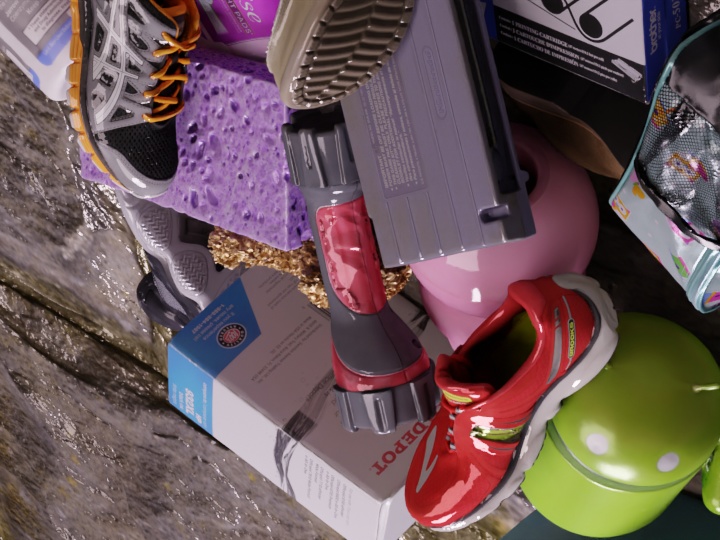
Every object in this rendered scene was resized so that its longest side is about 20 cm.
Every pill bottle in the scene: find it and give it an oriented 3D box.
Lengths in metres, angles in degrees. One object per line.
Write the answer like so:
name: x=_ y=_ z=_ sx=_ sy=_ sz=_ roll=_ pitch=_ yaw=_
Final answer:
pill bottle: x=-0.241 y=-0.225 z=1.934 sx=0.200 sy=0.114 sz=0.114 roll=46 pitch=150 yaw=5

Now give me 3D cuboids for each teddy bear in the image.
teddy bear: x=-0.033 y=-0.025 z=1.866 sx=0.200 sy=0.145 sz=0.067 roll=28 pitch=115 yaw=34

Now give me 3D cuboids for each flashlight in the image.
flashlight: x=0.000 y=0.000 z=1.734 sx=0.068 sy=0.068 sz=0.200 roll=-7 pitch=108 yaw=15

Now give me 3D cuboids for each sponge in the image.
sponge: x=-0.109 y=-0.092 z=1.818 sx=0.200 sy=0.030 sz=0.112 roll=20 pitch=119 yaw=39

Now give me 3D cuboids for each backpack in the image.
backpack: x=0.227 y=-0.065 z=1.448 sx=0.153 sy=0.176 sz=0.200 roll=49 pitch=155 yaw=7

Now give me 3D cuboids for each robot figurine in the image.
robot figurine: x=0.163 y=0.098 z=1.766 sx=0.175 sy=0.116 sz=0.200 roll=11 pitch=155 yaw=-6

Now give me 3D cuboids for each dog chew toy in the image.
dog chew toy: x=0.090 y=-0.004 z=1.762 sx=0.125 sy=0.125 sz=0.200 roll=33 pitch=155 yaw=24

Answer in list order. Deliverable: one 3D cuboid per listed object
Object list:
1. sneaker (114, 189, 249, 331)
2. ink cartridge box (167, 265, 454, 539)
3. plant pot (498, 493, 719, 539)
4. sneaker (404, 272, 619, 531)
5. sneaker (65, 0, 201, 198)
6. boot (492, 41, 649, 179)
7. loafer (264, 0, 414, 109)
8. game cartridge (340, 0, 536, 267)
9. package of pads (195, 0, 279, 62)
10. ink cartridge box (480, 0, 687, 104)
sneaker: x=-0.144 y=-0.022 z=2.081 sx=0.200 sy=0.075 sz=0.114 roll=59 pitch=155 yaw=-8
ink cartridge box: x=-0.016 y=0.085 z=1.966 sx=0.200 sy=0.145 sz=0.084 roll=36 pitch=149 yaw=20
plant pot: x=0.187 y=0.235 z=1.892 sx=0.200 sy=0.141 sz=0.141 roll=23 pitch=142 yaw=49
sneaker: x=0.072 y=0.075 z=1.685 sx=0.200 sy=0.085 sz=0.077 roll=-58 pitch=48 yaw=27
sneaker: x=-0.138 y=-0.141 z=1.756 sx=0.077 sy=0.078 sz=0.200 roll=4 pitch=112 yaw=30
boot: x=0.167 y=-0.077 z=1.632 sx=0.200 sy=0.074 sz=0.075 roll=35 pitch=163 yaw=35
loafer: x=-0.007 y=-0.184 z=1.582 sx=0.068 sy=0.076 sz=0.200 roll=46 pitch=126 yaw=37
game cartridge: x=0.035 y=-0.107 z=1.635 sx=0.130 sy=0.038 sz=0.200 roll=-11 pitch=92 yaw=59
package of pads: x=-0.079 y=-0.194 z=1.797 sx=0.200 sy=0.076 sz=0.121 roll=-1 pitch=127 yaw=53
ink cartridge box: x=0.096 y=-0.176 z=1.617 sx=0.200 sy=0.044 sz=0.094 roll=26 pitch=142 yaw=33
